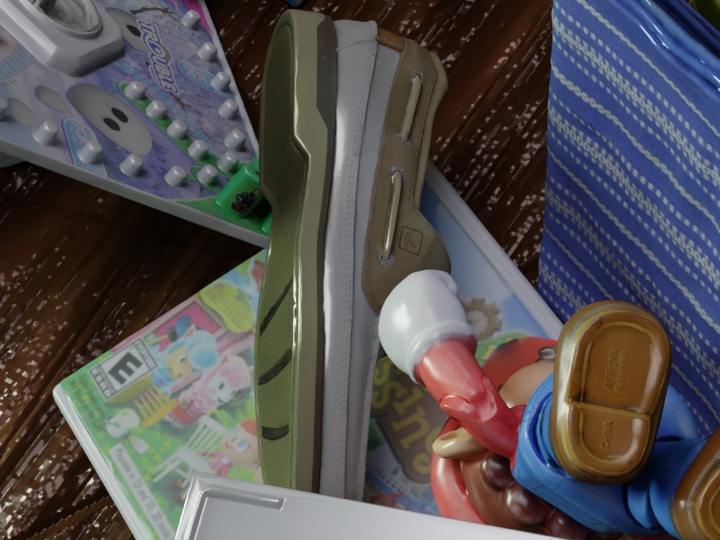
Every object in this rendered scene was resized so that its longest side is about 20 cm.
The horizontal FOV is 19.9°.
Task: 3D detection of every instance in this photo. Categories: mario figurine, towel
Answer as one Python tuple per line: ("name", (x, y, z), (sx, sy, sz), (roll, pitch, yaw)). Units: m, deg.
("mario figurine", (0.078, 0.040, 0.656), (0.106, 0.200, 0.124), (-25, 89, -13))
("towel", (0.102, -0.010, 0.695), (0.024, 0.200, 0.145), (-25, 53, -18))

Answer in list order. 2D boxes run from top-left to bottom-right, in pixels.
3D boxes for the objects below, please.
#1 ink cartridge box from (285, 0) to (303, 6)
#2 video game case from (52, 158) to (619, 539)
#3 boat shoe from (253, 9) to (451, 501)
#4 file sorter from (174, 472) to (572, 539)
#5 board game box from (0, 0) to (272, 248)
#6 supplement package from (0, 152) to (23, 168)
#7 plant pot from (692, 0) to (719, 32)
("ink cartridge box", (-0.086, -0.219, 0.938), (0.067, 0.116, 0.200), (-44, 56, -11))
("video game case", (0.000, 0.068, 0.786), (0.182, 0.022, 0.200), (-33, 55, -5))
("boat shoe", (0.000, 0.000, 0.767), (0.068, 0.075, 0.200), (6, 76, -17))
("file sorter", (0.006, 0.185, 0.632), (0.139, 0.125, 0.200), (8, 70, 22))
("board game box", (-0.123, -0.110, 0.826), (0.026, 0.200, 0.200), (-48, 42, 26))
("supplement package", (-0.262, -0.098, 0.913), (0.200, 0.120, 0.121), (-18, 55, 6))
("plant pot", (0.244, -0.042, 0.681), (0.199, 0.182, 0.200), (-28, 54, -2))
